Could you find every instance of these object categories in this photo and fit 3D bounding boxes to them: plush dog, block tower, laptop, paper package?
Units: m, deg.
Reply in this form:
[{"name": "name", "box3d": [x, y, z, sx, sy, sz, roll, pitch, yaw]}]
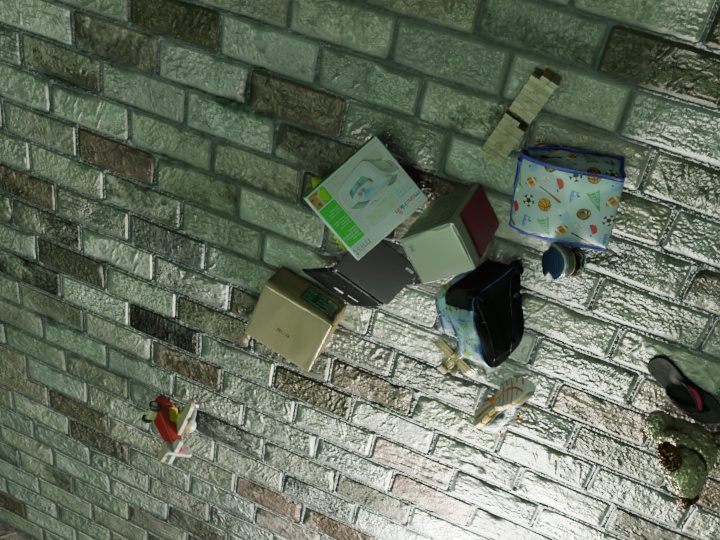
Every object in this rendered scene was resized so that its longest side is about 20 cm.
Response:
[{"name": "plush dog", "box3d": [0.700, 0.411, 1.745, 0.160, 0.172, 0.200, -17, 112, 41]}, {"name": "block tower", "box3d": [0.308, -0.299, 1.579, 0.054, 0.058, 0.200, 35, 126, 2]}, {"name": "laptop", "box3d": [0.000, 0.000, 1.894, 0.177, 0.104, 0.200, 36, 158, -30]}, {"name": "paper package", "box3d": [-0.164, 0.120, 2.034, 0.200, 0.104, 0.191, 32, 128, 6]}]

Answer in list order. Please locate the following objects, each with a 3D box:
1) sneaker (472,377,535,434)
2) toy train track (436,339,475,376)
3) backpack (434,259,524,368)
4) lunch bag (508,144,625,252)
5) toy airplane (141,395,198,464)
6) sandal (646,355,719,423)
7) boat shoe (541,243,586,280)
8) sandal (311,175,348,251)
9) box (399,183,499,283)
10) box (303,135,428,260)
[{"name": "sneaker", "box3d": [0.353, 0.323, 1.937, 0.077, 0.078, 0.200, 32, 133, -12]}, {"name": "toy train track", "box3d": [0.249, 0.193, 1.924, 0.115, 0.033, 0.200, 43, 127, -4]}, {"name": "backpack", "box3d": [0.265, 0.095, 1.769, 0.147, 0.183, 0.201, 13, 129, 46]}, {"name": "lunch bag", "box3d": [0.397, -0.147, 1.588, 0.199, 0.124, 0.171, 9, 123, 10]}, {"name": "toy airplane", "box3d": [-0.541, 0.472, 2.408, 0.200, 0.141, 0.200, -6, 85, 43]}, {"name": "sandal", "box3d": [0.693, 0.267, 1.749, 0.200, 0.045, 0.075, 42, 128, -3]}, {"name": "boat shoe", "box3d": [0.414, -0.020, 1.633, 0.072, 0.200, 0.073, -3, 92, 4]}, {"name": "sandal", "box3d": [-0.039, -0.131, 1.838, 0.087, 0.080, 0.200, -20, 120, 6]}, {"name": "box", "box3d": [0.188, -0.078, 1.680, 0.128, 0.200, 0.109, -18, 110, 33]}, {"name": "box", "box3d": [0.009, -0.153, 1.730, 0.200, 0.097, 0.177, -40, 98, 0]}]
